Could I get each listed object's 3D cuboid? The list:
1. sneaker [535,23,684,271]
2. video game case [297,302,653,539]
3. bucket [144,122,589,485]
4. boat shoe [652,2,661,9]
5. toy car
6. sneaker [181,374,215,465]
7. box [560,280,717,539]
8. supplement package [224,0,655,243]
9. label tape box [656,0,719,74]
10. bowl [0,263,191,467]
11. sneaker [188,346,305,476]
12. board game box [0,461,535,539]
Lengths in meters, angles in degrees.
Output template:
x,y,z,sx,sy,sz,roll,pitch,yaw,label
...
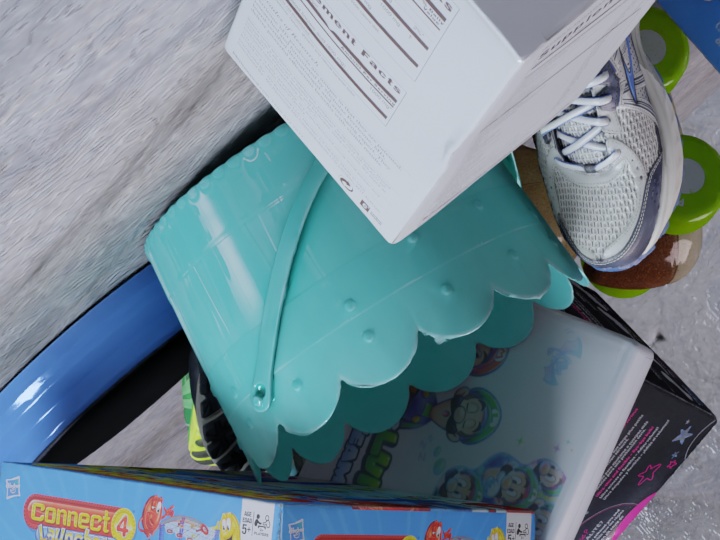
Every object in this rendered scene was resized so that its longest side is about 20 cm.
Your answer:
x,y,z,sx,sy,sz,roll,pitch,yaw,label
0.100,-0.098,1.201,0.077,0.201,0.085,-7,180,32,sneaker
0.048,0.105,1.353,0.024,0.182,0.200,27,87,-46,video game case
0.000,0.000,1.256,0.207,0.135,0.207,-31,172,-5,bucket
0.178,-0.184,1.555,0.200,0.074,0.065,-33,-173,45,boat shoe
0.095,-0.053,1.493,0.199,0.158,0.164,-12,165,-11,toy car
-0.080,0.042,1.545,0.074,0.084,0.200,-4,144,-21,sneaker
0.076,0.105,1.423,0.200,0.132,0.115,-50,139,10,box
0.038,-0.111,0.926,0.114,0.110,0.200,-39,174,-20,supplement package
0.222,-0.205,1.248,0.200,0.144,0.063,-39,174,-20,label tape box
-0.134,0.054,1.388,0.201,0.039,0.201,-40,174,-5,bowl
-0.065,0.073,1.435,0.078,0.086,0.200,-44,151,-5,sneaker
-0.048,0.136,1.268,0.200,0.056,0.196,4,177,40,board game box
